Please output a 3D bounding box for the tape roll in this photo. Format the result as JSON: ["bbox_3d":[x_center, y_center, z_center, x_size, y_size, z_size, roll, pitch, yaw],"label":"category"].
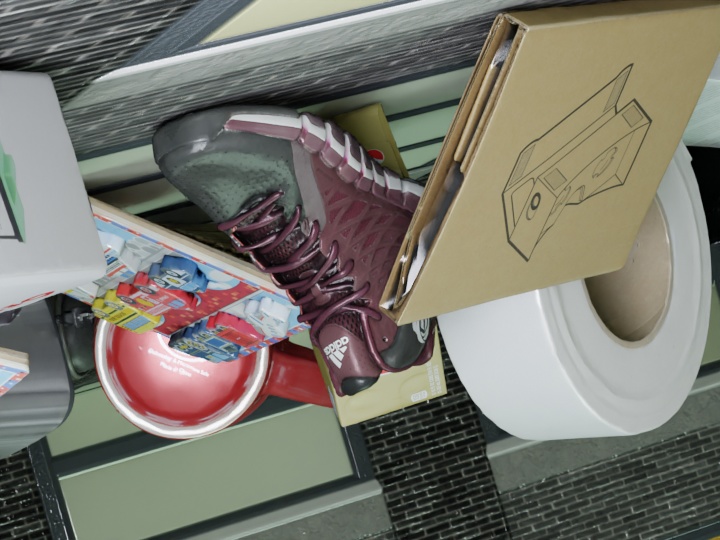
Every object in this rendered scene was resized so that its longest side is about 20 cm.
[{"bbox_3d":[0.121,-0.007,1.488,0.070,0.204,0.202,-7,-177,36],"label":"tape roll"}]

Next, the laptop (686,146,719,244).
[{"bbox_3d":[0.182,-0.058,1.772,0.186,0.117,0.200,-17,176,9],"label":"laptop"}]

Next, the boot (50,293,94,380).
[{"bbox_3d":[-0.108,0.016,1.852,0.198,0.073,0.182,-9,-168,13],"label":"boot"}]

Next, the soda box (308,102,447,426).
[{"bbox_3d":[0.000,0.000,1.463,0.067,0.064,0.201,-17,145,-5],"label":"soda box"}]

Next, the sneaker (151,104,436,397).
[{"bbox_3d":[-0.020,-0.002,1.282,0.075,0.116,0.199,-20,152,36],"label":"sneaker"}]

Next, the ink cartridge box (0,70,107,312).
[{"bbox_3d":[-0.200,-0.012,0.920,0.144,0.085,0.200,-18,176,20],"label":"ink cartridge box"}]

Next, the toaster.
[{"bbox_3d":[-0.271,0.070,1.638,0.199,0.114,0.129,-19,174,25],"label":"toaster"}]

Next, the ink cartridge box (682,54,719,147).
[{"bbox_3d":[0.176,-0.116,1.587,0.199,0.048,0.160,3,169,-24],"label":"ink cartridge box"}]

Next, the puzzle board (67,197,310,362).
[{"bbox_3d":[-0.112,0.010,1.453,0.150,0.018,0.200,22,164,-14],"label":"puzzle board"}]

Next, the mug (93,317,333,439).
[{"bbox_3d":[-0.090,0.041,1.691,0.176,0.134,0.200,-12,-179,-1],"label":"mug"}]

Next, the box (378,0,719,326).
[{"bbox_3d":[0.101,-0.058,1.313,0.199,0.021,0.164,-13,131,-52],"label":"box"}]

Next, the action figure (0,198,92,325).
[{"bbox_3d":[-0.207,0.002,1.264,0.130,0.070,0.199,-20,-178,-37],"label":"action figure"}]

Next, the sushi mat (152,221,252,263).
[{"bbox_3d":[-0.067,-0.015,1.720,0.095,0.012,0.200,20,-174,13],"label":"sushi mat"}]

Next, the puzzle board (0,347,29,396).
[{"bbox_3d":[-0.260,0.061,1.250,0.150,0.018,0.200,14,153,-24],"label":"puzzle board"}]
